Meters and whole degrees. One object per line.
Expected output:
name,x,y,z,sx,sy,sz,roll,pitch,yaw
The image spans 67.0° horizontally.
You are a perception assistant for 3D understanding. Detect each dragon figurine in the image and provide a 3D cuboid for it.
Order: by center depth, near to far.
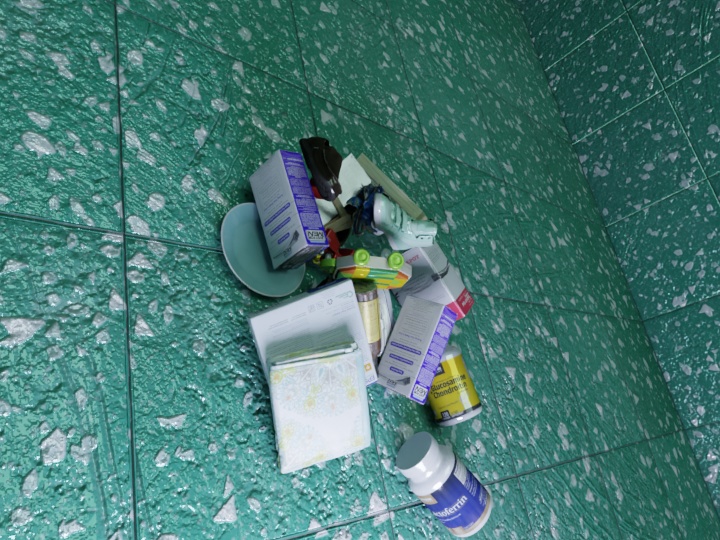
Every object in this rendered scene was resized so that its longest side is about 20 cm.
dragon figurine,0.006,-0.131,1.162,0.200,0.058,0.101,-40,122,-64

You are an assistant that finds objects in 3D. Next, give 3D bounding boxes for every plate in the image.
plate,-0.194,-0.038,1.075,0.198,0.025,0.203,27,49,-35

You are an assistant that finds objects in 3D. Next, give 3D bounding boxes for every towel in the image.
towel,-0.070,0.230,0.938,0.168,0.048,0.204,-9,98,-20

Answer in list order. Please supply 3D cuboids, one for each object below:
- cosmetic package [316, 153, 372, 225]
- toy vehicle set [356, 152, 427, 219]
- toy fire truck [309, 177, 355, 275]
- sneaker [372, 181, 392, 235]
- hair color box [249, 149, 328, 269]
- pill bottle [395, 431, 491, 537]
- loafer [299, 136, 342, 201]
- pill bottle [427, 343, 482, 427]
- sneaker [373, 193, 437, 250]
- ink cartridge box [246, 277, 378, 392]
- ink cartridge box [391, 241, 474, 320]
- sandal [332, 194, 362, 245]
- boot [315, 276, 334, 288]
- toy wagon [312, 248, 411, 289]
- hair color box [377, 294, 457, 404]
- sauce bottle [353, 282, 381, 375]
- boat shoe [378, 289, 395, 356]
cosmetic package,-0.068,-0.170,1.222,0.200,0.050,0.083,-45,104,-28
toy vehicle set,0.076,-0.190,1.301,0.200,0.027,0.124,45,6,10
toy fire truck,-0.059,-0.085,1.161,0.200,0.048,0.143,43,68,-40
sneaker,0.050,-0.187,1.397,0.071,0.072,0.204,17,54,-38
hair color box,-0.142,-0.116,1.061,0.064,0.109,0.204,0,67,-46
pill bottle,0.168,0.433,1.112,0.201,0.115,0.116,49,40,-13
loafer,-0.068,-0.213,1.068,0.074,0.070,0.202,73,-6,-46
pill bottle,0.195,0.246,1.258,0.111,0.111,0.203,-8,73,-49
sneaker,0.101,-0.109,1.163,0.200,0.116,0.075,46,45,-59
ink cartridge box,-0.082,0.140,0.969,0.193,0.043,0.204,-20,104,-21
ink cartridge box,0.159,0.036,1.319,0.202,0.144,0.083,57,40,-4
sandal,-0.036,-0.128,1.280,0.079,0.058,0.203,23,60,12
boot,-0.054,0.136,1.070,0.157,0.079,0.214,34,60,-21
toy wagon,0.000,0.000,1.095,0.196,0.155,0.040,5,72,-9
hair color box,0.116,0.164,1.152,0.065,0.108,0.203,34,75,-42
sauce bottle,0.011,0.128,1.108,0.064,0.064,0.204,-26,118,-51
boat shoe,0.019,0.092,1.199,0.085,0.074,0.206,-9,83,-47
